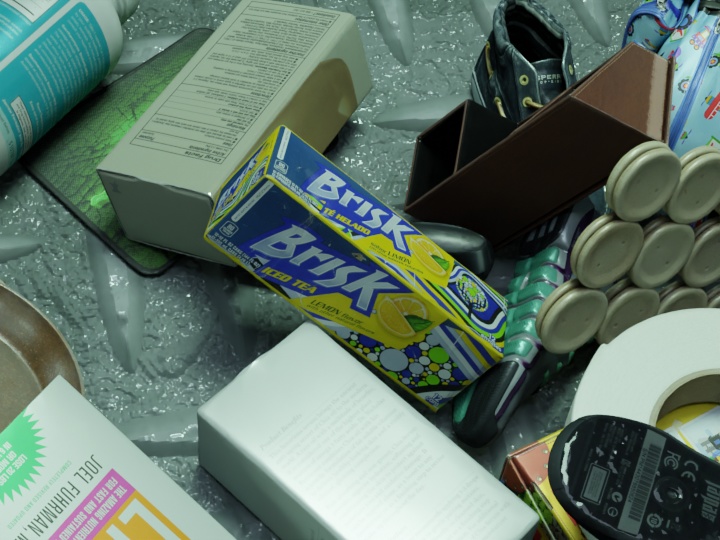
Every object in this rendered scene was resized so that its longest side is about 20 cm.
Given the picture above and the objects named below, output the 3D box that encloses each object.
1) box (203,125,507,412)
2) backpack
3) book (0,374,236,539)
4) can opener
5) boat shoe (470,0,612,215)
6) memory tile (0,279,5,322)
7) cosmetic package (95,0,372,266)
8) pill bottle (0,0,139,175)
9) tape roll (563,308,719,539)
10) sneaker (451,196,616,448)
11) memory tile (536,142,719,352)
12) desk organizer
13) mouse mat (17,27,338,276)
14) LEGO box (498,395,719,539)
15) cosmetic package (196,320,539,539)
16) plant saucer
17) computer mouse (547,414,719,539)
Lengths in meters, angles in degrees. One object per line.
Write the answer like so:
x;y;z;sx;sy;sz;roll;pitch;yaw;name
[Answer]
0.000;0.000;1.008;0.200;0.070;0.064;37;32;-18;box
0.243;-0.120;1.118;0.134;0.183;0.200;24;59;11;backpack
-0.147;0.175;0.906;0.200;0.048;0.134;42;53;-3;book
-0.004;-0.017;1.092;0.199;0.079;0.064;6;45;15;can opener
0.138;-0.108;1.151;0.071;0.091;0.201;-16;58;-17;boat shoe
-0.349;0.027;1.048;0.199;0.017;0.153;25;55;12;memory tile
-0.085;-0.103;1.113;0.105;0.071;0.200;15;53;29;cosmetic package
-0.249;-0.157;1.133;0.111;0.111;0.200;31;57;15;pill bottle
0.221;0.114;0.938;0.202;0.037;0.203;3;56;-4;tape roll
0.136;0.044;1.059;0.087;0.074;0.200;34;67;-16;sneaker
0.209;-0.013;1.014;0.199;0.154;0.017;1;34;-39;memory tile
0.116;-0.087;1.050;0.077;0.200;0.072;23;59;-22;desk organizer
-0.136;-0.094;1.165;0.161;0.008;0.200;40;59;21;mouse mat
0.207;0.152;0.979;0.199;0.077;0.149;-22;59;-20;LEGO box
0.001;0.136;0.973;0.200;0.071;0.101;40;60;21;cosmetic package
-0.272;0.073;0.968;0.200;0.035;0.201;17;40;-15;plant saucer
0.188;0.167;0.852;0.199;0.046;0.141;18;60;1;computer mouse
